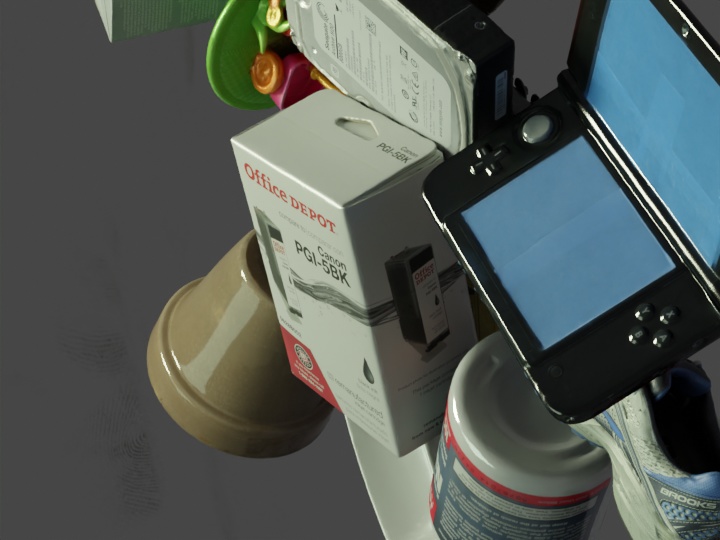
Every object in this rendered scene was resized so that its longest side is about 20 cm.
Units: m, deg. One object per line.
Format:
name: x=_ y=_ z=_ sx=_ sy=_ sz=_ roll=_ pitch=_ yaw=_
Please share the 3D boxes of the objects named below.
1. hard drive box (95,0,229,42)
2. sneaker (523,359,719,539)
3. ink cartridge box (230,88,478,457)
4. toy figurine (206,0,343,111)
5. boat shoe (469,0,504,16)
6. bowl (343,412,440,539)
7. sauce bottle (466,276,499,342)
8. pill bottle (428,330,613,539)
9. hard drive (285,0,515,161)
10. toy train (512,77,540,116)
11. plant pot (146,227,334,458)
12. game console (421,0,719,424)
hard drive box: x=-0.134 y=-0.291 z=1.399 sx=0.077 sy=0.198 sz=0.157 roll=108 pitch=143 yaw=-61
sneaker: x=0.163 y=0.068 z=0.965 sx=0.201 sy=0.076 sz=0.086 roll=57 pitch=147 yaw=30
ink cartridge box: x=0.000 y=0.000 z=1.129 sx=0.146 sy=0.082 sz=0.202 roll=33 pitch=144 yaw=49
toy figurine: x=0.002 y=-0.150 z=1.263 sx=0.184 sy=0.149 sz=0.201 roll=48 pitch=127 yaw=31
boat shoe: x=0.045 y=-0.196 z=1.110 sx=0.200 sy=0.073 sz=0.066 roll=-17 pitch=52 yaw=63
bowl: x=0.051 y=0.128 z=1.368 sx=0.200 sy=0.074 sz=0.202 roll=124 pitch=130 yaw=-69
sauce bottle: x=0.082 y=0.002 z=1.166 sx=0.066 sy=0.065 sz=0.202 roll=-134 pitch=33 yaw=-59
pill bottle: x=0.106 y=0.139 z=1.106 sx=0.201 sy=0.118 sz=0.120 roll=97 pitch=153 yaw=-52
hard drive: x=0.020 y=-0.145 z=1.068 sx=0.200 sy=0.038 sz=0.140 roll=47 pitch=158 yaw=29
toy train: x=0.100 y=-0.092 z=1.077 sx=0.200 sy=0.034 sz=0.046 roll=-128 pitch=24 yaw=-55
plant pot: x=-0.091 y=0.053 z=1.626 sx=0.175 sy=0.198 sz=0.202 roll=-59 pitch=45 yaw=45
game console: x=0.121 y=-0.053 z=0.905 sx=0.119 sy=0.171 sz=0.201 roll=53 pitch=-173 yaw=-50
